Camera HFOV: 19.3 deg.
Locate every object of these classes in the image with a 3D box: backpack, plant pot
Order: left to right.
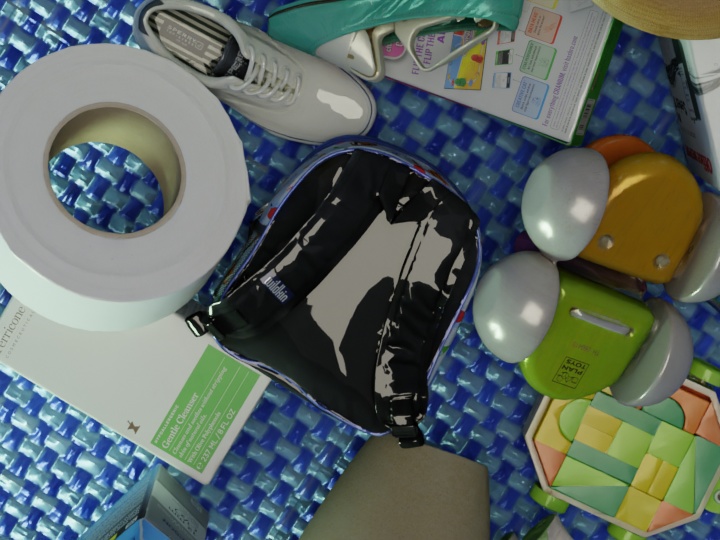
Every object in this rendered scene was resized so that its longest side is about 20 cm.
[{"bbox_3d":[0.000,0.000,1.571,0.199,0.154,0.191,30,105,-12],"label":"backpack"},{"bbox_3d":[0.023,0.231,1.606,0.186,0.187,0.202,18,85,-4],"label":"plant pot"}]

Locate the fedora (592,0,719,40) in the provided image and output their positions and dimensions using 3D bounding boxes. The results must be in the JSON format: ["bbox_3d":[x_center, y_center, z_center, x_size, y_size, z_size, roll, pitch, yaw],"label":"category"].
[{"bbox_3d":[0.226,-0.251,1.425,0.198,0.082,0.203,1,100,6],"label":"fedora"}]

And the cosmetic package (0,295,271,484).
[{"bbox_3d":[-0.173,0.061,1.610,0.199,0.085,0.108,30,99,-6],"label":"cosmetic package"}]

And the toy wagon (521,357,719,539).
[{"bbox_3d":[0.230,0.139,1.652,0.199,0.040,0.156,25,98,-5],"label":"toy wagon"}]

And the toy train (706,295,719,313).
[{"bbox_3d":[0.342,-0.038,1.588,0.084,0.116,0.200,39,96,-7],"label":"toy train"}]

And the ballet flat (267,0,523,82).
[{"bbox_3d":[0.025,-0.175,1.528,0.198,0.067,0.071,-13,80,17],"label":"ballet flat"}]

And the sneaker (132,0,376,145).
[{"bbox_3d":[-0.082,-0.146,1.586,0.198,0.071,0.074,22,98,-4],"label":"sneaker"}]

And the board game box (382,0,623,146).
[{"bbox_3d":[0.094,-0.197,1.564,0.199,0.040,0.154,22,99,16],"label":"board game box"}]

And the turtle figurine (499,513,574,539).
[{"bbox_3d":[0.160,0.301,1.625,0.200,0.144,0.194,-40,92,0],"label":"turtle figurine"}]

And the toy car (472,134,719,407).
[{"bbox_3d":[0.172,-0.007,1.572,0.174,0.150,0.201,18,105,-24],"label":"toy car"}]

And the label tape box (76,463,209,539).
[{"bbox_3d":[-0.188,0.236,1.578,0.143,0.200,0.066,-43,99,6],"label":"label tape box"}]

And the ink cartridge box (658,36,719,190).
[{"bbox_3d":[0.269,-0.168,1.552,0.082,0.147,0.202,-15,98,2],"label":"ink cartridge box"}]

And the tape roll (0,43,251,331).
[{"bbox_3d":[-0.184,-0.061,1.544,0.200,0.071,0.204,6,68,-16],"label":"tape roll"}]
